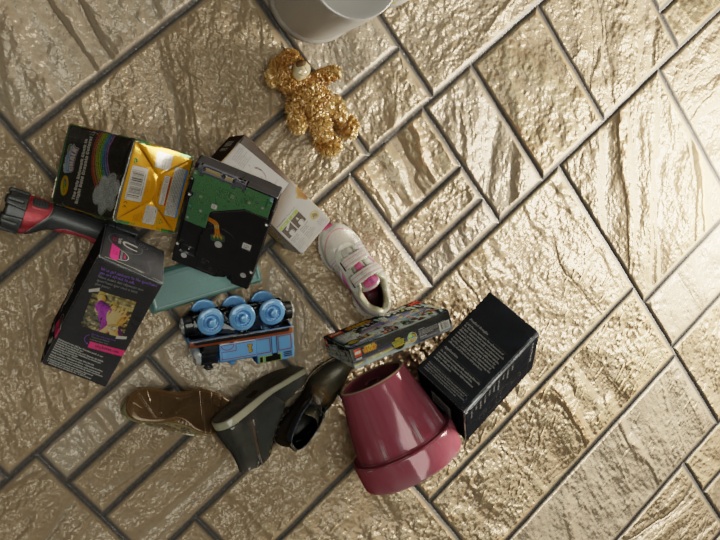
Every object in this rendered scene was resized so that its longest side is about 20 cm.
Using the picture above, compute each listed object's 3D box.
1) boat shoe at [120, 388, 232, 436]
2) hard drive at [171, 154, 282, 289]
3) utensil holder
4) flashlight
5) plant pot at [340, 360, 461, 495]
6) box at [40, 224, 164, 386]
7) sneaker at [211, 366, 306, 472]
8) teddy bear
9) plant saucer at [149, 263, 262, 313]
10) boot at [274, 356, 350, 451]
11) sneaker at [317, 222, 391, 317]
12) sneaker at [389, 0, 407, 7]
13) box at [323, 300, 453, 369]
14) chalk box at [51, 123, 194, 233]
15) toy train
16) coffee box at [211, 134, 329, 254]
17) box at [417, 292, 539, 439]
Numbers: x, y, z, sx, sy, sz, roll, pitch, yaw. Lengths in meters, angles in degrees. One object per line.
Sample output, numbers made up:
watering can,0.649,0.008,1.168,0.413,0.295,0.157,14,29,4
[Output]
boat shoe,-0.302,0.238,1.366,0.198,0.063,0.074,17,64,-26
hard drive,-0.215,-0.074,1.289,0.138,0.038,0.201,21,129,-4
utensil holder,-0.044,-0.467,1.305,0.168,0.200,0.172,-3,98,-23
flashlight,-0.456,-0.065,1.259,0.199,0.068,0.069,21,84,-28
plant pot,0.058,0.270,1.448,0.199,0.200,0.180,-27,95,-17
box,-0.391,0.053,1.234,0.105,0.122,0.201,26,106,-23
sneaker,-0.160,0.253,1.399,0.199,0.074,0.107,-34,110,-35
teddy bear,-0.076,-0.290,1.385,0.144,0.067,0.202,-28,107,-20
plant saucer,-0.265,0.014,1.370,0.198,0.019,0.071,-17,102,-19
boot,-0.073,0.239,1.434,0.075,0.097,0.200,45,79,-21
sneaker,0.000,0.000,1.440,0.081,0.088,0.201,-40,109,-13
sneaker,0.094,-0.539,1.425,0.077,0.080,0.200,51,57,-18
box,0.048,0.112,1.448,0.198,0.137,0.040,-20,102,-20
chalk box,-0.376,-0.143,1.229,0.124,0.199,0.126,12,95,-56
toy train,-0.206,0.104,1.371,0.198,0.087,0.116,-8,106,-22
coffee box,-0.159,-0.127,1.345,0.200,0.114,0.080,45,79,-22
box,0.216,0.179,1.481,0.196,0.200,0.124,-43,67,-12
